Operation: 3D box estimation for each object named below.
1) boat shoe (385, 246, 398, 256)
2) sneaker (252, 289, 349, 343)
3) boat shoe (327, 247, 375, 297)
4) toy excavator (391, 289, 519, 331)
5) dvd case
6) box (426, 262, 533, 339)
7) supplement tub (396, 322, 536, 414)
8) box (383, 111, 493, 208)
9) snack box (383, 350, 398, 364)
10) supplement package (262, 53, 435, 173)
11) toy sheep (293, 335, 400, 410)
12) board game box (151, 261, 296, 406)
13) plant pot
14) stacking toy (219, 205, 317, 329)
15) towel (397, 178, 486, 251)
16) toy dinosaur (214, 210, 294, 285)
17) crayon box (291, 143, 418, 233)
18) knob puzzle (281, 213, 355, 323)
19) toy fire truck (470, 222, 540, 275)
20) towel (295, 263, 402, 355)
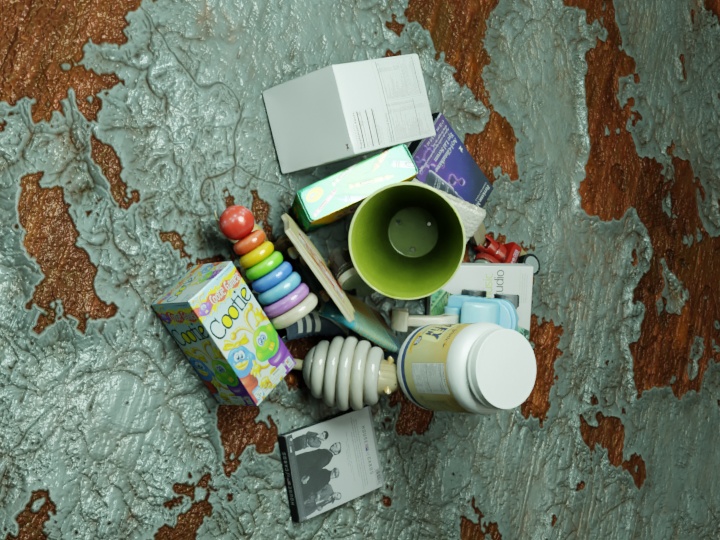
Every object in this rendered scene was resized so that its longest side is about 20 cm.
[{"bbox_3d":[0.057,-0.008,1.839,0.200,0.067,0.057,43,42,-24],"label":"boat shoe"},{"bbox_3d":[-0.107,0.092,1.684,0.200,0.075,0.085,26,78,-34],"label":"sneaker"},{"bbox_3d":[0.000,0.000,1.756,0.061,0.072,0.201,57,9,16],"label":"boat shoe"},{"bbox_3d":[0.174,0.086,1.813,0.200,0.194,0.100,-2,97,-65],"label":"toy excavator"},{"bbox_3d":[-0.047,0.328,1.743,0.200,0.025,0.151,-13,95,-43],"label":"dvd case"},{"bbox_3d":[0.225,0.058,1.925,0.199,0.036,0.145,0,99,-7],"label":"box"},{"bbox_3d":[0.167,0.155,1.614,0.144,0.200,0.145,3,85,-33],"label":"supplement tub"},{"bbox_3d":[0.136,-0.169,1.906,0.200,0.104,0.148,49,56,-28],"label":"box"},{"bbox_3d":[0.135,0.174,1.828,0.200,0.168,0.068,1,86,-42],"label":"snack box"},{"bbox_3d":[-0.019,-0.264,1.710,0.200,0.191,0.148,-19,97,-43],"label":"supplement package"},{"bbox_3d":[-0.026,0.170,1.690,0.138,0.199,0.138,3,90,-84],"label":"toy sheep"},{"bbox_3d":[-0.208,0.098,1.561,0.105,0.103,0.200,-47,117,-35],"label":"board game box"},{"bbox_3d":[0.083,-0.059,1.704,0.200,0.187,0.188,-52,130,-80],"label":"plant pot"},{"bbox_3d":[-0.150,-0.012,1.568,0.085,0.085,0.200,-40,104,-38],"label":"stacking toy"},{"bbox_3d":[0.113,-0.092,1.832,0.200,0.133,0.035,21,32,-14],"label":"towel"},{"bbox_3d":[-0.176,-0.032,1.649,0.200,0.058,0.101,13,62,-49],"label":"toy dinosaur"},{"bbox_3d":[-0.012,-0.135,1.694,0.200,0.119,0.058,-25,86,-10],"label":"crayon box"},{"bbox_3d":[-0.076,-0.004,1.643,0.030,0.220,0.220,-35,115,3],"label":"knob puzzle"},{"bbox_3d":[0.246,-0.004,1.993,0.200,0.129,0.176,37,62,-21],"label":"toy fire truck"},{"bbox_3d":[-0.017,0.072,1.722,0.200,0.147,0.022,32,104,-33],"label":"towel"}]
